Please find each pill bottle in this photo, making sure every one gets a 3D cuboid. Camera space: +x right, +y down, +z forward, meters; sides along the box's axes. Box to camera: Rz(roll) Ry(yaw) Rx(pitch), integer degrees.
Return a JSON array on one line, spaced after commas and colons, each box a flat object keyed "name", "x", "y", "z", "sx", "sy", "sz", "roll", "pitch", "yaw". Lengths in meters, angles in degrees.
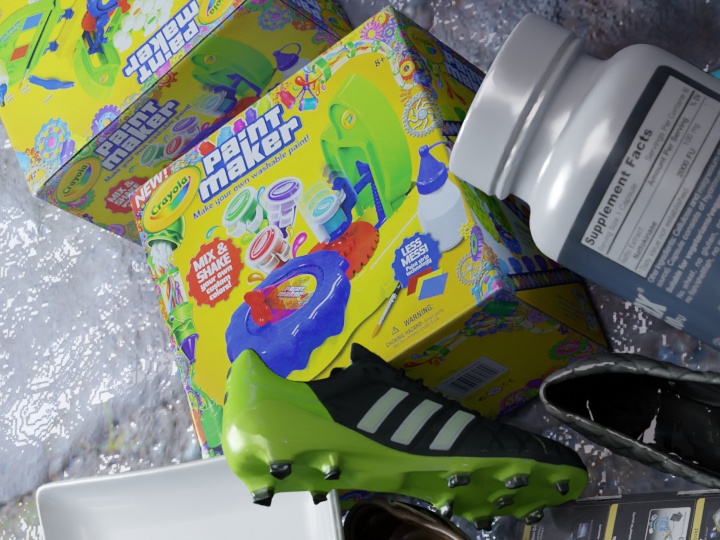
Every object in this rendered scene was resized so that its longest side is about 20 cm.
[{"name": "pill bottle", "x": 0.151, "y": -0.042, "z": 1.006, "sx": 0.199, "sy": 0.120, "sz": 0.120, "roll": 29, "pitch": 92, "yaw": 8}]

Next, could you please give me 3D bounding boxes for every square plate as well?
[{"name": "square plate", "x": -0.076, "y": 0.199, "z": 1.080, "sx": 0.199, "sy": 0.028, "sz": 0.200, "roll": -12, "pitch": 88, "yaw": 32}]

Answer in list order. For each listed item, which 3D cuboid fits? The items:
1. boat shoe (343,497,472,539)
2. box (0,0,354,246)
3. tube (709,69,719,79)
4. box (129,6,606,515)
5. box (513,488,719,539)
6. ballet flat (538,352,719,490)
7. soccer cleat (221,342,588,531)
[{"name": "boat shoe", "x": 0.053, "y": 0.175, "z": 0.999, "sx": 0.075, "sy": 0.075, "sz": 0.202, "roll": -54, "pitch": 39, "yaw": -4}, {"name": "box", "x": -0.134, "y": -0.160, "z": 1.303, "sx": 0.200, "sy": 0.122, "sz": 0.194, "roll": -39, "pitch": 55, "yaw": 18}, {"name": "tube", "x": 0.214, "y": -0.085, "z": 1.076, "sx": 0.199, "sy": 0.050, "sz": 0.078, "roll": -24, "pitch": 57, "yaw": 33}, {"name": "box", "x": 0.000, "y": 0.000, "z": 1.141, "sx": 0.199, "sy": 0.122, "sz": 0.194, "roll": -34, "pitch": 56, "yaw": 22}, {"name": "box", "x": 0.137, "y": 0.207, "z": 0.993, "sx": 0.160, "sy": 0.049, "sz": 0.201, "roll": -8, "pitch": 55, "yaw": 34}, {"name": "ballet flat", "x": 0.171, "y": 0.080, "z": 0.977, "sx": 0.199, "sy": 0.056, "sz": 0.067, "roll": 7, "pitch": 96, "yaw": 48}, {"name": "soccer cleat", "x": 0.025, "y": 0.080, "z": 1.013, "sx": 0.068, "sy": 0.198, "sz": 0.082, "roll": 128, "pitch": 144, "yaw": -47}]
